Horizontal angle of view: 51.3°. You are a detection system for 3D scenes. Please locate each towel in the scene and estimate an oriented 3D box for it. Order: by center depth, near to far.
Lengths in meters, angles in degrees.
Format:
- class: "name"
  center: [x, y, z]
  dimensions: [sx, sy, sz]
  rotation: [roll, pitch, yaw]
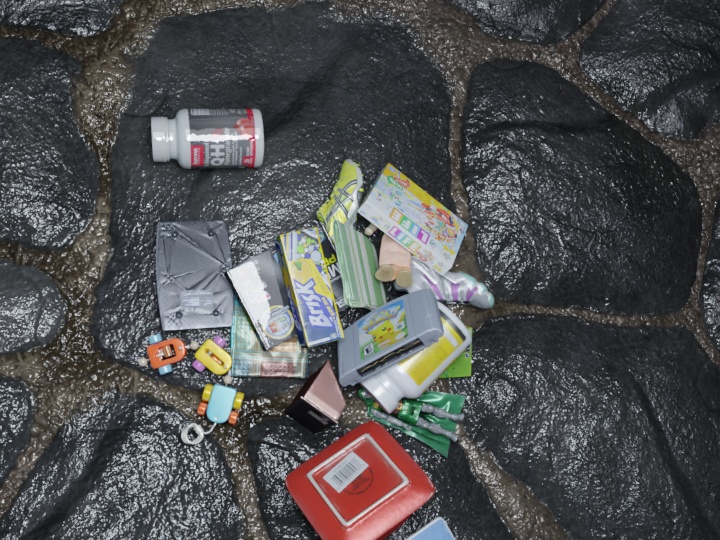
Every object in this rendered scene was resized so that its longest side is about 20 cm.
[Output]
- class: "towel"
  center: [0.000, 0.000, 1.362]
  dimensions: [0.023, 0.200, 0.153]
  rotation: [-14, 78, 18]
- class: "towel"
  center: [-0.165, 0.096, 1.374]
  dimensions: [0.146, 0.022, 0.200]
  rotation: [3, 74, -10]

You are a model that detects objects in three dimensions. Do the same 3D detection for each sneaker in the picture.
- class: "sneaker"
  center: [-0.042, -0.125, 1.437]
  dimensions: [0.076, 0.075, 0.200]
  rotation: [11, 72, -11]
- class: "sneaker"
  center: [0.146, 0.060, 1.440]
  dimensions: [0.200, 0.078, 0.140]
  rotation: [27, 72, 4]

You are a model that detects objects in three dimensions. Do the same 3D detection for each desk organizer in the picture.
- class: "desk organizer"
  center: [-0.068, 0.218, 1.275]
  dimensions: [0.072, 0.200, 0.077]
  rotation: [36, 68, -2]

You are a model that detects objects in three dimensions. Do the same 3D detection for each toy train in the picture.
- class: "toy train"
  center: [-0.288, 0.193, 1.309]
  dimensions: [0.150, 0.056, 0.200]
  rotation: [-23, 85, -7]

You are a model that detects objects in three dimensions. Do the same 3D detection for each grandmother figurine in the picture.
- class: "grandmother figurine"
  center: [0.067, -0.064, 1.427]
  dimensions: [0.121, 0.061, 0.200]
  rotation: [23, 47, -14]

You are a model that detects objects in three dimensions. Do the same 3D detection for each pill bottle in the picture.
- class: "pill bottle"
  center: [0.094, 0.156, 1.333]
  dimensions: [0.200, 0.112, 0.112]
  rotation: [-43, 89, -10]
- class: "pill bottle"
  center: [-0.284, -0.244, 1.389]
  dimensions: [0.200, 0.111, 0.111]
  rotation: [-4, 77, -14]

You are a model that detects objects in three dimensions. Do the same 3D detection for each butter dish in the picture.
- class: "butter dish"
  center: [0.006, 0.395, 1.284]
  dimensions: [0.200, 0.148, 0.199]
  rotation: [-31, 45, -17]

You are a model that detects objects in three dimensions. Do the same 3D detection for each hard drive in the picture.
- class: "hard drive"
  center: [-0.300, 0.010, 1.355]
  dimensions: [0.135, 0.042, 0.200]
  rotation: [-3, 77, -15]

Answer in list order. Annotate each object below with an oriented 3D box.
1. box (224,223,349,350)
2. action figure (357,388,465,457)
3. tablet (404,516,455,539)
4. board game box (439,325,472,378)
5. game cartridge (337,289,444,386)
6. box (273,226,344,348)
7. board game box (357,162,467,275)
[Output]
- class: "box"
  center: [-0.121, 0.029, 1.356]
  dimensions: [0.200, 0.044, 0.160]
  rotation: [-27, 91, -17]
- class: "action figure"
  center: [0.088, 0.258, 1.384]
  dimensions: [0.200, 0.055, 0.118]
  rotation: [19, 75, -4]
- class: "tablet"
  center: [0.097, 0.546, 1.329]
  dimensions: [0.200, 0.014, 0.130]
  rotation: [-28, 84, -20]
- class: "board game box"
  center: [0.113, 0.157, 1.412]
  dimensions: [0.200, 0.030, 0.096]
  rotation: [-2, 98, -17]
- class: "game cartridge"
  center: [0.046, 0.111, 1.299]
  dimensions: [0.200, 0.133, 0.040]
  rotation: [-29, 117, 14]
- class: "box"
  center: [-0.091, 0.031, 1.308]
  dimensions: [0.070, 0.064, 0.200]
  rotation: [-14, 87, -18]
- class: "board game box"
  center: [0.102, -0.098, 1.410]
  dimensions: [0.200, 0.034, 0.135]
  rotation: [37, 44, -9]
